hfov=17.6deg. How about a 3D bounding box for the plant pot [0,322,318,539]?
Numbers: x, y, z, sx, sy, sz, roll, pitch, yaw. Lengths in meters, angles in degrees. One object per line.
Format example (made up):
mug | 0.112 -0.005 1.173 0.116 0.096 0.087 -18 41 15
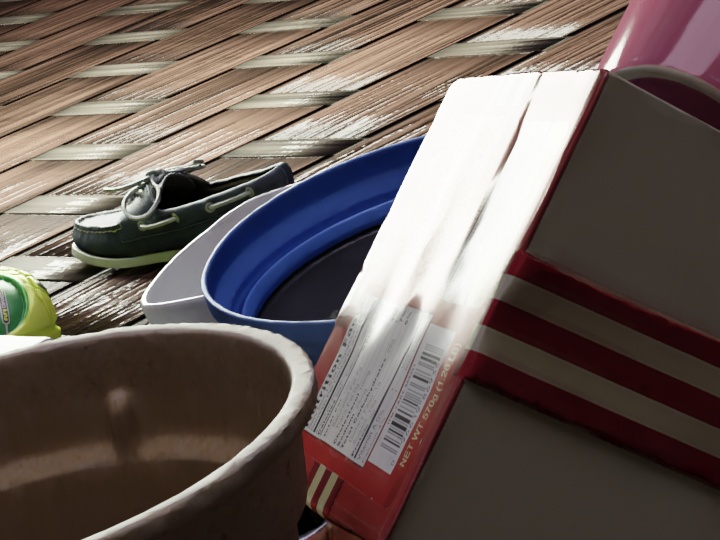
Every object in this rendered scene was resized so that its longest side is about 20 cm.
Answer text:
plant pot | -0.087 0.137 0.696 0.200 0.184 0.200 -14 16 4

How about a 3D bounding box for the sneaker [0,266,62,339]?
sneaker | -0.270 0.029 1.423 0.200 0.074 0.084 2 19 44

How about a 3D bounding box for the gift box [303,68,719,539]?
gift box | 0.098 0.053 0.746 0.187 0.185 0.200 26 2 -16

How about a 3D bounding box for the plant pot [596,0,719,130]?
plant pot | 0.218 -0.109 1.274 0.200 0.200 0.179 1 38 45

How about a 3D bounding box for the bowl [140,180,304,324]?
bowl | 0.000 0.000 1.257 0.200 0.075 0.200 -15 14 21

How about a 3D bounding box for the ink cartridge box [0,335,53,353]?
ink cartridge box | -0.257 0.094 1.173 0.200 0.085 0.145 -1 21 44

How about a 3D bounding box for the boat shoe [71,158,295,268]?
boat shoe | -0.118 -0.038 1.534 0.200 0.062 0.075 -1 23 42

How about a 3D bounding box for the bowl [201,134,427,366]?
bowl | 0.027 -0.008 1.071 0.201 0.039 0.201 -16 22 7

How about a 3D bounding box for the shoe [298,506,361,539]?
shoe | 0.003 0.094 0.893 0.200 0.091 0.071 -30 51 -34
